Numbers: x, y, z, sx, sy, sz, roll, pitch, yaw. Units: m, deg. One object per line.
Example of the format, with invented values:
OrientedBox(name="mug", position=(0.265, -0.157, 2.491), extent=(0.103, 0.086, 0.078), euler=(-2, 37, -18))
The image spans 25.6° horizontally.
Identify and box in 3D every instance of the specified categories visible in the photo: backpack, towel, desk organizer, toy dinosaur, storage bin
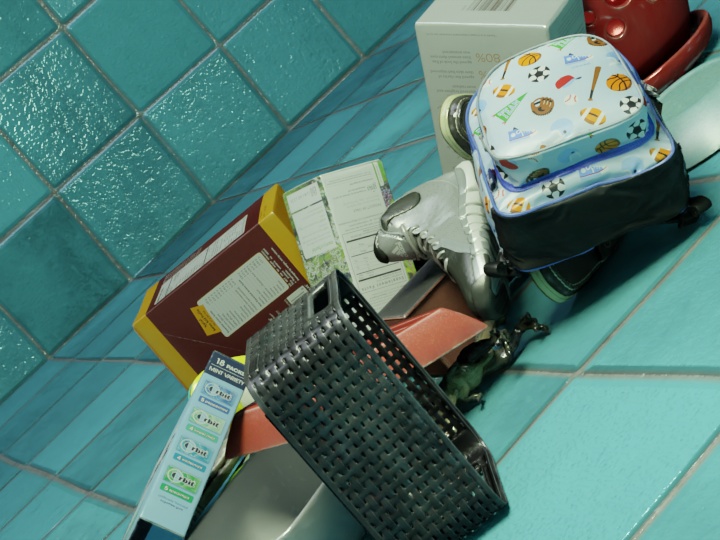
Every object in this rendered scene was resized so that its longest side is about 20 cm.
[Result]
OrientedBox(name="backpack", position=(0.175, -0.112, 1.372), extent=(0.199, 0.155, 0.191), euler=(-16, 37, 1))
OrientedBox(name="towel", position=(-0.181, 0.236, 1.590), extent=(0.200, 0.034, 0.193), euler=(-53, 3, -16))
OrientedBox(name="desk organizer", position=(0.113, 0.007, 1.528), extent=(0.200, 0.077, 0.072), euler=(-46, 15, -21))
OrientedBox(name="toy dinosaur", position=(0.113, 0.072, 1.392), extent=(0.088, 0.047, 0.200), euler=(-39, 8, 40))
OrientedBox(name="storage bin", position=(0.010, 0.113, 1.192), extent=(0.094, 0.200, 0.135), euler=(-39, 13, 8))

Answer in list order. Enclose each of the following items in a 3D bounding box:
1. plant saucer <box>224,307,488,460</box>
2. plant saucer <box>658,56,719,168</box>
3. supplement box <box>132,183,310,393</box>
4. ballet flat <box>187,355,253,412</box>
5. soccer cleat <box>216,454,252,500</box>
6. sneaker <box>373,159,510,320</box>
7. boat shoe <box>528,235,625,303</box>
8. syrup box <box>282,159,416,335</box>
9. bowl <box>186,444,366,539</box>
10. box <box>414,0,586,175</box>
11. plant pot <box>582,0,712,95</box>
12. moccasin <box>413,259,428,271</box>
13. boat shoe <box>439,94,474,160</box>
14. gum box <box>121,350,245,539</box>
OrientedBox(name="plant saucer", position=(-0.014, 0.095, 1.393), extent=(0.200, 0.037, 0.199), euler=(-30, 2, -29))
OrientedBox(name="plant saucer", position=(0.328, -0.160, 1.548), extent=(0.201, 0.039, 0.201), euler=(-38, 14, 11))
OrientedBox(name="supplement box", position=(-0.107, 0.054, 1.738), extent=(0.200, 0.197, 0.133), euler=(-38, 13, 10))
OrientedBox(name="ballet flat", position=(-0.078, 0.116, 1.577), extent=(0.067, 0.067, 0.199), euler=(-12, -10, 43))
OrientedBox(name="soccer cleat", position=(-0.073, 0.173, 1.548), extent=(0.200, 0.068, 0.081), euler=(-46, 10, -12))
OrientedBox(name="sneaker", position=(0.070, -0.013, 1.448), extent=(0.115, 0.075, 0.200), euler=(-17, 37, 11))
OrientedBox(name="boat shoe", position=(0.208, -0.046, 1.440), extent=(0.065, 0.073, 0.200), euler=(-35, 14, 40))
OrientedBox(name="syrup box", position=(0.000, 0.000, 1.587), extent=(0.081, 0.201, 0.079), euler=(-17, -2, -34))
OrientedBox(name="bowl", position=(-0.059, 0.213, 1.351), extent=(0.200, 0.075, 0.200), euler=(-27, 19, 45))
OrientedBox(name="box", position=(0.160, -0.197, 1.691), extent=(0.152, 0.201, 0.106), euler=(6, 37, 26))
OrientedBox(name="plant pot", position=(0.275, -0.279, 1.771), extent=(0.200, 0.183, 0.201), euler=(-37, 12, 10))
OrientedBox(name="moccasin", position=(0.061, -0.026, 1.652), extent=(0.202, 0.073, 0.078), euler=(116, 160, -59))
OrientedBox(name="boat shoe", position=(0.167, -0.129, 1.566), extent=(0.065, 0.199, 0.074), euler=(-8, 70, 52))
OrientedBox(name="gum box", position=(-0.167, 0.197, 1.395), extent=(0.200, 0.044, 0.170), euler=(-71, 8, -48))
